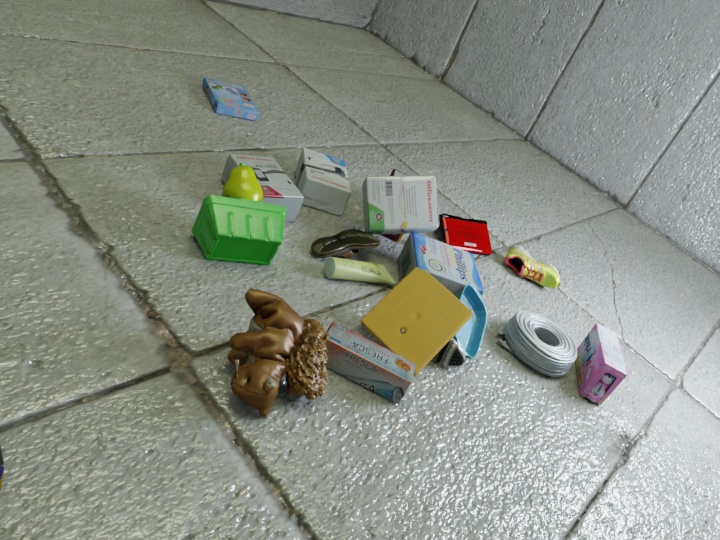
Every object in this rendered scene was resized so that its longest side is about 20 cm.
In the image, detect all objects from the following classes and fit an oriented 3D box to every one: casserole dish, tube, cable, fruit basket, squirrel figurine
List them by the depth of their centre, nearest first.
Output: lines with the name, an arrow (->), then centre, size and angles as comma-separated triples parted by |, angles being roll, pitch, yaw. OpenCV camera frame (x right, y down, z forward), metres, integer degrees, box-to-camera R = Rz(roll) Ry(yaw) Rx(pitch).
squirrel figurine -> -0.144, 0.164, 1.072 | 0.196, 0.143, 0.189 | 16, 39, -13
fruit basket -> -0.278, -0.132, 1.377 | 0.212, 0.156, 0.219 | 19, 46, -21
casserole dish -> 0.257, 0.126, 1.457 | 0.122, 0.038, 0.202 | 53, 41, -23
tube -> 0.000, 0.000, 1.508 | 0.197, 0.051, 0.060 | 8, 75, -37
cable -> 0.475, 0.188, 1.570 | 0.199, 0.070, 0.199 | 40, 33, 21

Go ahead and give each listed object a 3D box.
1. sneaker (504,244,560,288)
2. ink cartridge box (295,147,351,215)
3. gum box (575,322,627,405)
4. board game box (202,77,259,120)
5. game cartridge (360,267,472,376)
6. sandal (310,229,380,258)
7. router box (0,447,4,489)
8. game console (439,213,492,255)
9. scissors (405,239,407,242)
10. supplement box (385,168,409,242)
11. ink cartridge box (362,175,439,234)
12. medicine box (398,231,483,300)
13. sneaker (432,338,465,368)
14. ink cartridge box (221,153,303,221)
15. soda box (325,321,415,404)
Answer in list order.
sneaker -> 0.544, 0.001, 1.905 | 0.198, 0.079, 0.090 | 34, 39, 22
ink cartridge box -> -0.113, -0.267, 1.775 | 0.142, 0.085, 0.202 | 14, 34, -19
gum box -> 0.623, 0.244, 1.555 | 0.065, 0.115, 0.201 | 26, 30, 1
board game box -> -0.446, -0.589, 2.043 | 0.148, 0.037, 0.201 | 3, 38, -34
game cartridge -> 0.127, 0.109, 1.346 | 0.199, 0.033, 0.176 | -41, 68, -19
sandal -> -0.041, -0.059, 1.563 | 0.197, 0.056, 0.082 | -18, 45, -31
router box -> -0.563, 0.205, 0.764 | 0.155, 0.053, 0.201 | -3, 42, -41
game console -> 0.313, -0.122, 1.954 | 0.196, 0.118, 0.177 | 5, 68, -31
scissors -> 0.223, -0.039, 1.769 | 0.198, 0.014, 0.073 | 36, 30, 12
supplement box -> 0.110, -0.200, 1.803 | 0.101, 0.133, 0.201 | 23, 30, -4
ink cartridge box -> 0.109, -0.179, 1.641 | 0.195, 0.149, 0.084 | -2, -7, -8
medicine box -> 0.210, 0.011, 1.595 | 0.196, 0.104, 0.184 | 18, 32, -13
sneaker -> 0.164, 0.149, 1.394 | 0.198, 0.076, 0.081 | 36, 23, 14
ink cartridge box -> -0.265, -0.223, 1.595 | 0.143, 0.084, 0.201 | -4, 43, -40
soda box -> 0.010, 0.188, 1.214 | 0.197, 0.069, 0.064 | 27, 31, 1
